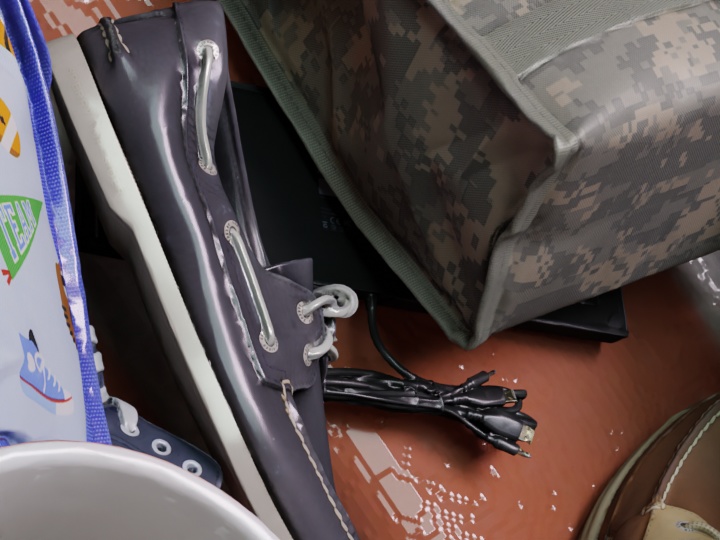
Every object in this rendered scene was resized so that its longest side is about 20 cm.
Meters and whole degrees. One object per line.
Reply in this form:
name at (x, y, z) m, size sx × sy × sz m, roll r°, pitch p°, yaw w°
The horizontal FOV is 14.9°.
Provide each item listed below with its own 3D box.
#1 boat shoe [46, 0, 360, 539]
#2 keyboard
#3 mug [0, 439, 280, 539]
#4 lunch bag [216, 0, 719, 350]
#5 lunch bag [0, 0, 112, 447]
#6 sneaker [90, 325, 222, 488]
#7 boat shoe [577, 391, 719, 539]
boat shoe at (-0.031, 0.011, 0.837) m, size 0.063 × 0.073 × 0.200 m, roll -24°, pitch 88°, yaw -9°
keyboard at (0.000, 0.000, 0.920) m, size 0.200 × 0.021 × 0.127 m, roll 10°, pitch 56°, yaw -23°
mug at (-0.081, 0.147, 0.693) m, size 0.177 × 0.200 × 0.134 m, roll 21°, pitch 58°, yaw -18°
lunch bag at (0.053, -0.095, 0.928) m, size 0.164 × 0.118 × 0.200 m, roll -19°, pitch 56°, yaw -35°
lunch bag at (-0.169, -0.016, 0.736) m, size 0.124 × 0.170 × 0.200 m, roll 30°, pitch 43°, yaw -66°
sneaker at (-0.095, 0.022, 0.826) m, size 0.108 × 0.070 × 0.200 m, roll 13°, pitch 67°, yaw -17°
boat shoe at (0.104, 0.121, 0.881) m, size 0.076 × 0.074 × 0.200 m, roll 34°, pitch 55°, yaw -10°
